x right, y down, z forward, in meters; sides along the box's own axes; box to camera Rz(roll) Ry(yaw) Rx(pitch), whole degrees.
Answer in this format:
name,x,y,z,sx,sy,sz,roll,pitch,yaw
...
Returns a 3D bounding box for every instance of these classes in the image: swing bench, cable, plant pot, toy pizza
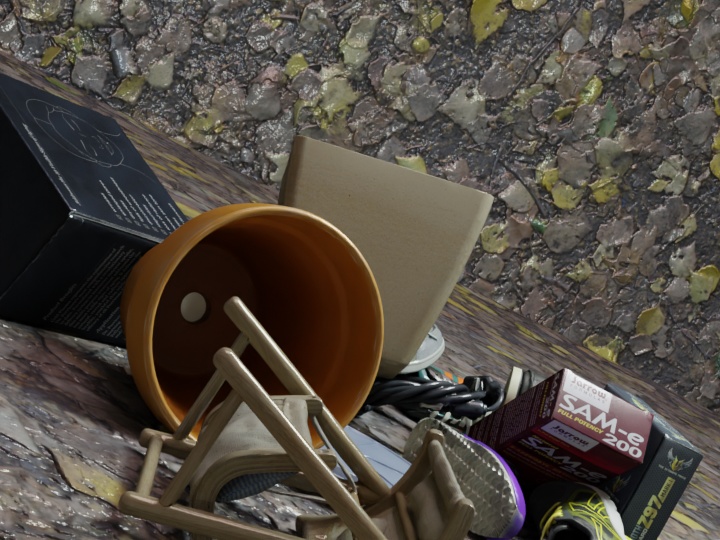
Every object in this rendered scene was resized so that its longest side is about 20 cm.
name,x,y,z,sx,sy,sz,roll,pitch,yaw
swing bench,-0.041,0.137,1.156,0.199,0.130,0.199,33,5,-7
cable,0.053,0.137,1.796,0.162,0.051,0.200,-1,-1,-19
plant pot,0.000,0.000,1.688,0.199,0.178,0.200,16,-11,-4
toy pizza,-0.020,0.163,1.468,0.199,0.032,0.200,27,5,-3
plant pot,-0.109,0.042,1.381,0.199,0.201,0.183,26,-6,-26

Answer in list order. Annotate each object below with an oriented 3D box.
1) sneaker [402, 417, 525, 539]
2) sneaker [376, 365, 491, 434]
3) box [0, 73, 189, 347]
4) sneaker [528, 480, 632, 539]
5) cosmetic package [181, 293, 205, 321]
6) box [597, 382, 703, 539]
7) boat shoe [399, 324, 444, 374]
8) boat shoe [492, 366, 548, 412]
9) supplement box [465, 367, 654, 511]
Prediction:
name,x,y,z,sx,sy,sz,roll,pitch,yaw
sneaker,0.123,0.203,1.617,0.099,0.070,0.200,28,6,-27
sneaker,0.098,0.153,1.954,0.199,0.072,0.080,23,4,24
box,-0.267,-0.054,1.494,0.200,0.124,0.196,52,16,30
sneaker,0.203,0.245,1.609,0.084,0.075,0.200,25,7,-27
cosmetic package,-0.196,0.004,1.722,0.103,0.088,0.200,25,6,-41
box,0.259,0.215,1.729,0.051,0.158,0.200,27,7,-13
boat shoe,0.018,0.073,1.838,0.201,0.065,0.074,-6,18,-43
boat shoe,0.169,0.167,1.830,0.063,0.074,0.202,16,-28,-1
supplement box,0.190,0.174,1.704,0.108,0.061,0.200,27,-32,-13
